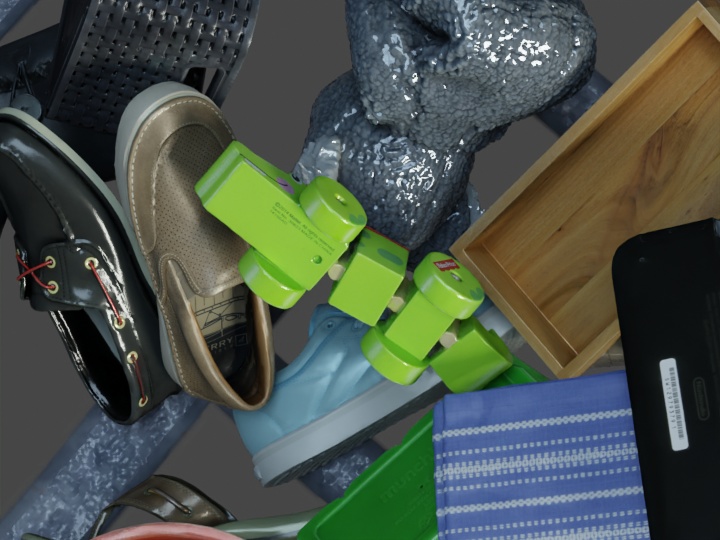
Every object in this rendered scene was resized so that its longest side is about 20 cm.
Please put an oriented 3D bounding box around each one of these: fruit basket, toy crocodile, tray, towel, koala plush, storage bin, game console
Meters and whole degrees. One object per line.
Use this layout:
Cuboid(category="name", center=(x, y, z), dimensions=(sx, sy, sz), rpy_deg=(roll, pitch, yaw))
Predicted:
Cuboid(category="fruit basket", center=(0.094, 0.179, 1.486), dimensions=(0.214, 0.156, 0.217), rpy_deg=(-9, 116, -20))
Cuboid(category="toy crocodile", center=(0.000, 0.000, 1.429), dimensions=(0.199, 0.062, 0.068), rpy_deg=(34, 113, -10))
Cuboid(category="tray", center=(0.150, -0.042, 1.435), dimensions=(0.200, 0.037, 0.099), rpy_deg=(-45, 79, 24))
Cuboid(category="towel", center=(0.110, 0.146, 1.363), dimensions=(0.144, 0.024, 0.201), rpy_deg=(-9, 63, 16))
Cuboid(category="koala plush", center=(0.026, -0.089, 1.495), dimensions=(0.184, 0.177, 0.201), rpy_deg=(37, 108, 40))
Cuboid(category="storage bin", center=(-0.110, -0.183, 1.516), dimensions=(0.093, 0.135, 0.201), rpy_deg=(14, 56, -13))
Cuboid(category="game console", center=(0.234, 0.076, 1.369), dimensions=(0.175, 0.116, 0.201), rpy_deg=(-13, 63, 13))

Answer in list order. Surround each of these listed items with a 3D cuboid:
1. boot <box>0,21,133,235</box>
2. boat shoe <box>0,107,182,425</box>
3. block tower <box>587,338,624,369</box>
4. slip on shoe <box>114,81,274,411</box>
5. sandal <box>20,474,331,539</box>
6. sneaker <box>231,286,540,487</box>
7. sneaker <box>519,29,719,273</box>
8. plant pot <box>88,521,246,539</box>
Cuboid(category="boot", center=(-0.201, -0.049, 1.577), dimensions=(0.167, 0.076, 0.201), rpy_deg=(-12, 73, 10))
Cuboid(category="boat shoe", center=(-0.162, -0.001, 1.518), dimensions=(0.063, 0.073, 0.202), rpy_deg=(-43, 120, -27))
Cuboid(category="block tower", center=(0.210, 0.019, 1.518), dimensions=(0.198, 0.054, 0.058), rpy_deg=(-4, 81, 7))
Cuboid(category="slip on shoe", center=(-0.086, -0.009, 1.474), dimensions=(0.076, 0.201, 0.061), rpy_deg=(-22, 36, -27))
Cuboid(category="sandal", center=(-0.097, 0.144, 1.534), dimensions=(0.199, 0.080, 0.058), rpy_deg=(-8, 85, -2))
Cuboid(category="sneaker", center=(0.010, 0.045, 1.527), dimensions=(0.199, 0.074, 0.082), rpy_deg=(-30, 81, 9))
Cuboid(category="sneaker", center=(0.183, -0.077, 1.498), dimensions=(0.200, 0.115, 0.076), rpy_deg=(-36, 81, 26))
Cuboid(category="plant pot", center=(-0.087, 0.246, 1.453), dimensions=(0.199, 0.195, 0.202), rpy_deg=(-1, 80, 8))
